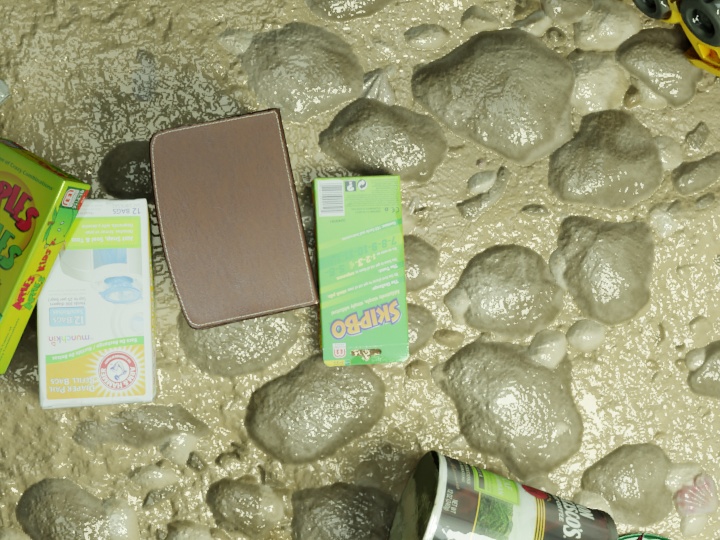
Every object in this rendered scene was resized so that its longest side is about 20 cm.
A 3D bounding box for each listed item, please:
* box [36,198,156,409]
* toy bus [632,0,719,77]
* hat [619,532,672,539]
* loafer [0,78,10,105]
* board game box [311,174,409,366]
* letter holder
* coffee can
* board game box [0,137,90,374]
[{"bbox_3d":[-0.262,0.033,1.122,0.112,0.101,0.202,-1,88,-9],"label":"box"},{"bbox_3d":[0.406,-0.276,1.232,0.136,0.200,0.192,-41,130,-8],"label":"toy bus"},{"bbox_3d":[0.319,0.368,1.163,0.199,0.176,0.167,21,84,-8],"label":"hat"},{"bbox_3d":[-0.401,-0.100,1.078,0.070,0.070,0.200,41,89,-10],"label":"loafer"},{"bbox_3d":[0.000,0.000,1.205,0.095,0.030,0.202,-2,85,-9],"label":"board game box"},{"bbox_3d":[-0.134,-0.048,1.150,0.141,0.101,0.201,-12,89,-8],"label":"letter holder"},{"bbox_3d":[0.142,0.287,1.154,0.199,0.146,0.147,21,84,-8],"label":"coffee can"},{"bbox_3d":[-0.345,-0.014,1.054,0.101,0.048,0.201,28,97,17],"label":"board game box"}]
